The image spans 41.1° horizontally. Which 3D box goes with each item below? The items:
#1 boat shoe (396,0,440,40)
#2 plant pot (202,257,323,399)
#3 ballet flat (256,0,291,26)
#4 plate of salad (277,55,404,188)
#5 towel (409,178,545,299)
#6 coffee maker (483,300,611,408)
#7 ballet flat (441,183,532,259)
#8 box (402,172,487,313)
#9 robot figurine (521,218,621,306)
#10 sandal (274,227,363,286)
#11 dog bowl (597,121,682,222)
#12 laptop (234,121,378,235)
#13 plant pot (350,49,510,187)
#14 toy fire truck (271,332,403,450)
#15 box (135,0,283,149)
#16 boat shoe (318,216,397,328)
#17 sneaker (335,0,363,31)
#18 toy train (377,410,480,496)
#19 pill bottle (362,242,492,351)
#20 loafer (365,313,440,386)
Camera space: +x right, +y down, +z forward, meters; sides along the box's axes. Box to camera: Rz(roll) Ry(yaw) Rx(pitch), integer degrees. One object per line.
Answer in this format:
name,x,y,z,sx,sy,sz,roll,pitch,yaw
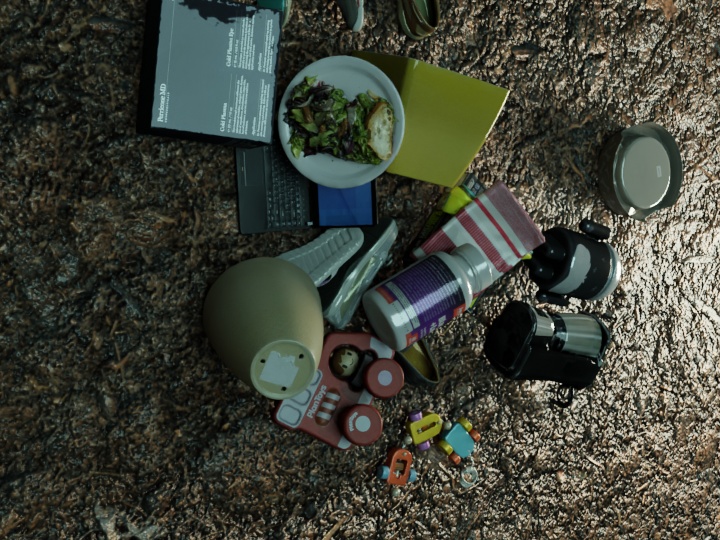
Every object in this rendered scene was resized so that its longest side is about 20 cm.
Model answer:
boat shoe,0.093,-0.492,1.610,0.075,0.074,0.201,-25,106,-28
plant pot,-0.130,0.103,1.412,0.186,0.200,0.188,-5,113,-12
ballet flat,-0.133,-0.475,1.483,0.069,0.069,0.201,-18,102,-29
plate of salad,-0.033,-0.225,1.458,0.199,0.048,0.201,2,100,12
towel,0.202,-0.041,1.643,0.200,0.023,0.144,-40,113,5
coffee maker,0.340,0.160,1.777,0.199,0.135,0.193,9,90,-31
ballet flat,0.217,-0.069,1.681,0.200,0.067,0.067,41,94,-25
box,0.185,-0.050,1.718,0.160,0.044,0.200,41,73,-28
robot figurine,0.398,-0.013,1.808,0.199,0.150,0.125,14,65,-31
sandal,-0.077,-0.004,1.554,0.202,0.083,0.050,-31,152,-19
dog bowl,0.558,-0.196,1.928,0.199,0.059,0.201,-3,96,-32
laptop,-0.086,-0.150,1.509,0.199,0.103,0.178,-6,96,-31
plant pot,0.090,-0.242,1.568,0.199,0.200,0.177,10,99,-32
toy fire truck,-0.035,0.189,1.573,0.168,0.112,0.201,28,78,-11
box,-0.222,-0.291,1.405,0.181,0.104,0.201,6,91,-26
boat shoe,0.000,0.001,1.595,0.065,0.074,0.202,40,77,-34
sneaker,-0.047,-0.479,1.541,0.082,0.077,0.201,-15,102,-2
toy train,0.118,0.322,1.702,0.199,0.056,0.151,9,90,-29
pill bottle,0.113,0.037,1.575,0.200,0.111,0.112,-30,109,-15
loafer,0.078,0.115,1.648,0.073,0.072,0.200,-43,113,-20
